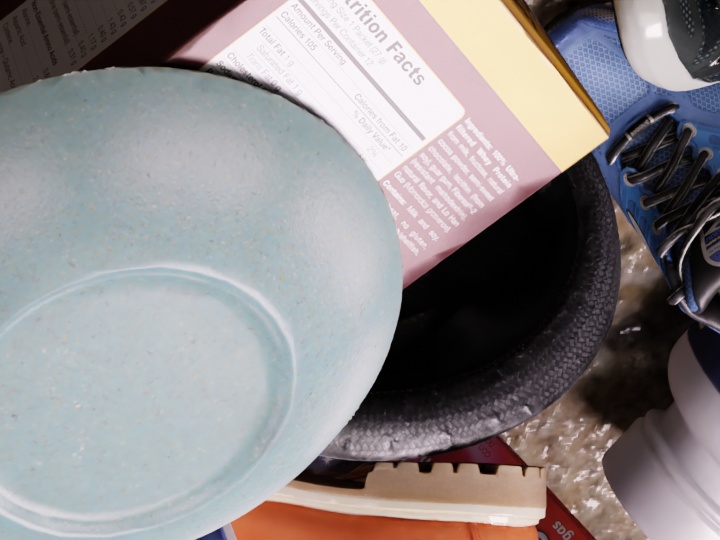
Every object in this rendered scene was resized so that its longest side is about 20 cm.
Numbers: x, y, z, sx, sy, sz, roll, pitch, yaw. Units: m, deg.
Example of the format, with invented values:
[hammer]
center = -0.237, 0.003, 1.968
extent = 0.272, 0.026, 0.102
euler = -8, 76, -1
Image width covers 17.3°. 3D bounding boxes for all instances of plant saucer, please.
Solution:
[plant saucer]
center = -0.077, 0.031, 0.733
extent = 0.201, 0.039, 0.201
euler = -11, 131, -13

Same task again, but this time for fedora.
[fedora]
center = 0.000, 0.000, 0.947
extent = 0.200, 0.201, 0.092
euler = -10, 160, -14

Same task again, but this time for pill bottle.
[pill bottle]
center = 0.210, 0.049, 1.069
extent = 0.120, 0.120, 0.200
euler = 31, 110, -37

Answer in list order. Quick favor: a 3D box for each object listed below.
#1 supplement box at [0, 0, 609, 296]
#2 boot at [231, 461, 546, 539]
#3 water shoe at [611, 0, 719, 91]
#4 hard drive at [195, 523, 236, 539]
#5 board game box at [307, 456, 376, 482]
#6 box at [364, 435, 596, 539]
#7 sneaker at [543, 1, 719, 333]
[supplement box]
center = -0.058, -0.080, 0.810
extent = 0.200, 0.197, 0.133
euler = -36, 131, 9
[boot]
center = -0.028, 0.126, 0.923
extent = 0.200, 0.107, 0.075
euler = 0, 177, 21
[water shoe]
center = 0.162, -0.109, 0.913
extent = 0.079, 0.072, 0.200
euler = -12, 175, 31
[hard drive]
center = -0.128, 0.074, 0.902
extent = 0.132, 0.200, 0.025
euler = -30, 131, 3
[board game box]
center = -0.072, 0.114, 1.048
extent = 0.200, 0.062, 0.200
euler = 3, 125, -23
[box]
center = 0.078, 0.162, 0.973
extent = 0.095, 0.200, 0.100
euler = -42, 141, -2
[sneaker]
center = 0.146, -0.029, 0.962
extent = 0.079, 0.089, 0.200
euler = -43, 90, 15
